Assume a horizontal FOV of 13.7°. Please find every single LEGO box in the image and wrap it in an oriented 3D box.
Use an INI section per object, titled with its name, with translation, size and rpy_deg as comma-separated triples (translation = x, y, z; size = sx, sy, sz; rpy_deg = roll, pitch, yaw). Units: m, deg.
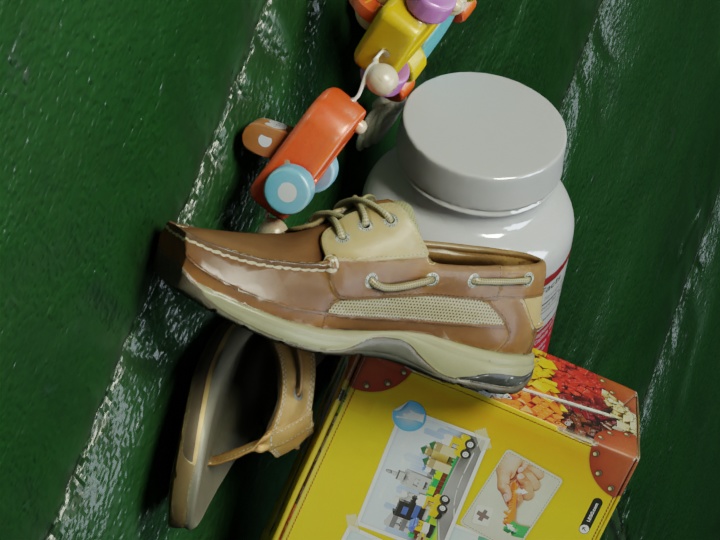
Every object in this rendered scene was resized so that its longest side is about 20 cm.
[LEGO box]
translation = 0.033, 0.131, 1.500
size = 0.077, 0.148, 0.201
rpy_deg = -78, -168, -68

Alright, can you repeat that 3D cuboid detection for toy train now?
[toy train]
translation = -0.005, -0.098, 1.456
size = 0.151, 0.056, 0.200
rpy_deg = -54, 178, 20

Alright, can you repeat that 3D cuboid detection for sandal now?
[sandal]
translation = -0.040, 0.056, 1.464
size = 0.200, 0.054, 0.081
rpy_deg = -48, 149, -53

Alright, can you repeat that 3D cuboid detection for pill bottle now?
[pill bottle]
translation = 0.050, 0.002, 1.553
size = 0.112, 0.112, 0.201
rpy_deg = -53, 160, -46

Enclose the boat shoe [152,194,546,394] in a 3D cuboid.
[boat shoe]
translation = 0.000, 0.000, 1.377
size = 0.199, 0.076, 0.074
rpy_deg = 14, 100, -31
